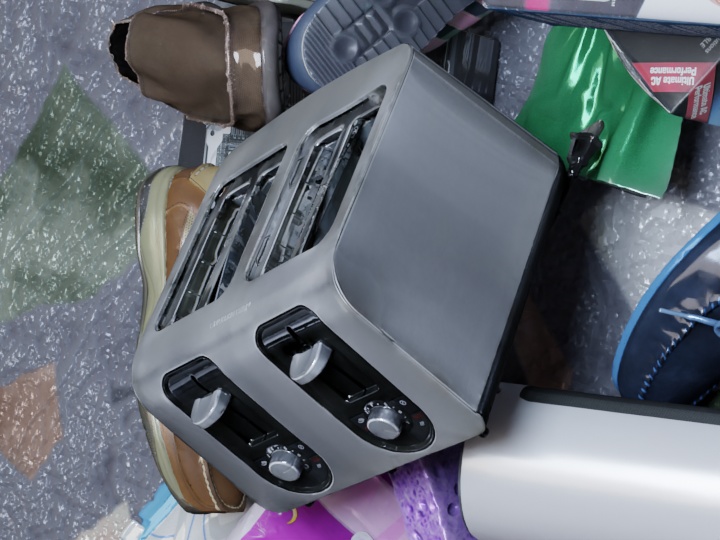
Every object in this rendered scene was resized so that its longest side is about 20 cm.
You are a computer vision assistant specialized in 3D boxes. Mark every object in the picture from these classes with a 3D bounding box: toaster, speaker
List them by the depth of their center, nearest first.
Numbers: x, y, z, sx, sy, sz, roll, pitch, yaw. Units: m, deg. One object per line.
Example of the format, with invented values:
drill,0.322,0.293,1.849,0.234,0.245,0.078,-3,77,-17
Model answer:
speaker,0.153,0.104,1.112,0.200,0.081,0.081,6,89,24
toaster,0.000,0.000,1.147,0.181,0.119,0.200,-26,34,48

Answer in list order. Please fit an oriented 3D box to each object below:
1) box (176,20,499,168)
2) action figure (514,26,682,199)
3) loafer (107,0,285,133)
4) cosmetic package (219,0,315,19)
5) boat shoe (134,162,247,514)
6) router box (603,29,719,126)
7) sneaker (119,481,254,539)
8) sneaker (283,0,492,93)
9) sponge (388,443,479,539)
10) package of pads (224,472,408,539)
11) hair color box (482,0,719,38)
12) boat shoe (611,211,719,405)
box,-0.019,-0.062,1.330,0.200,0.050,0.158,8,90,41
action figure,0.149,-0.141,1.192,0.118,0.055,0.200,20,92,41
loafer,-0.093,-0.111,1.270,0.200,0.071,0.073,-163,70,-69
cosmetic package,-0.027,-0.246,1.322,0.087,0.103,0.200,13,93,39
boat shoe,-0.079,0.035,1.290,0.074,0.076,0.200,-9,81,24
router box,0.229,-0.148,1.061,0.200,0.150,0.062,-48,58,27
sneaker,-0.083,0.157,1.351,0.087,0.075,0.200,37,109,31
sneaker,0.040,-0.160,1.237,0.070,0.200,0.082,61,164,-10
sponge,0.083,0.177,1.178,0.030,0.111,0.200,-32,66,39
package of pads,-0.021,0.176,1.271,0.120,0.076,0.200,40,115,5
hair color box,0.152,-0.151,0.988,0.200,0.060,0.100,9,93,40
boat shoe,0.198,0.005,1.116,0.200,0.084,0.069,-55,50,25
